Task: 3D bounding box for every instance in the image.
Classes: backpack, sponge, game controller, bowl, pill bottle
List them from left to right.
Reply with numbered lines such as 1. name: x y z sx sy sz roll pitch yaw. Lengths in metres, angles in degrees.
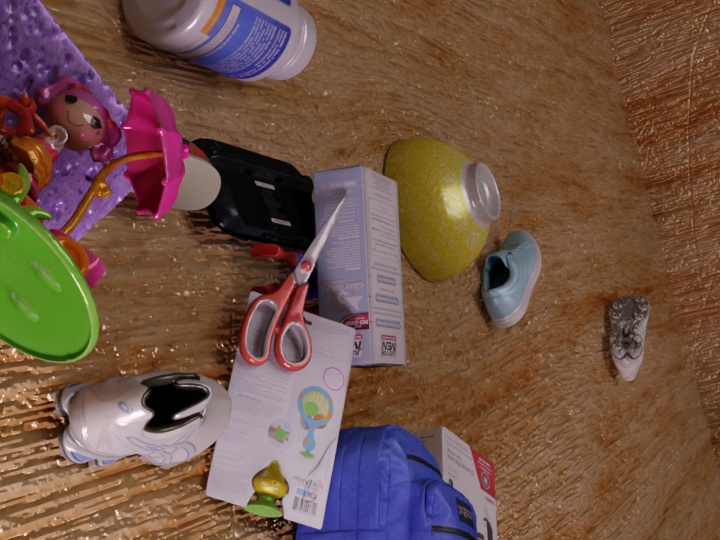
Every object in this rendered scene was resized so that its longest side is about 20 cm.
1. sponge: -0.244 -0.120 0.791 0.112 0.030 0.200 -46 126 -13
2. pill bottle: -0.129 -0.250 1.054 0.200 0.111 0.113 12 66 -61
3. game controller: -0.100 -0.073 1.084 0.200 0.042 0.105 10 60 -60
4. backpack: 0.027 0.250 1.032 0.163 0.167 0.201 50 32 -58
5. bowl: 0.125 -0.093 1.456 0.200 0.107 0.202 36 46 -49

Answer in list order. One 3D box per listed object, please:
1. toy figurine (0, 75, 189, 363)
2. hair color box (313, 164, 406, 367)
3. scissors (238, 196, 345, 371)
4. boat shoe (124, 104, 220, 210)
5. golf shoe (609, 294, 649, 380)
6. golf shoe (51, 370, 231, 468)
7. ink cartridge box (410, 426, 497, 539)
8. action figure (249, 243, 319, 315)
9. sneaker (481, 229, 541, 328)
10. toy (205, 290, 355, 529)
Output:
1. toy figurine: -0.209 -0.069 0.747 0.200 0.150 0.184 42 50 -7
2. hair color box: 0.000 0.000 1.126 0.099 0.060 0.202 14 71 -65
3. scissors: -0.063 0.003 1.026 0.073 0.014 0.201 22 65 -17
4. boat shoe: -0.205 -0.106 0.889 0.199 0.071 0.063 20 20 -42
5. golf shoe: 0.536 0.133 2.157 0.201 0.078 0.098 -62 147 -46
6. golf shoe: -0.145 0.114 0.853 0.200 0.097 0.079 1 73 -63
7. ink cartridge box: 0.091 0.298 1.212 0.144 0.083 0.201 41 43 -48
8. action figure: -0.055 0.012 1.126 0.200 0.051 0.066 16 67 -63
9. sneaker: 0.227 -0.009 1.641 0.082 0.073 0.201 60 30 -32
10. toy: -0.077 0.132 1.004 0.114 0.047 0.201 21 56 -20
